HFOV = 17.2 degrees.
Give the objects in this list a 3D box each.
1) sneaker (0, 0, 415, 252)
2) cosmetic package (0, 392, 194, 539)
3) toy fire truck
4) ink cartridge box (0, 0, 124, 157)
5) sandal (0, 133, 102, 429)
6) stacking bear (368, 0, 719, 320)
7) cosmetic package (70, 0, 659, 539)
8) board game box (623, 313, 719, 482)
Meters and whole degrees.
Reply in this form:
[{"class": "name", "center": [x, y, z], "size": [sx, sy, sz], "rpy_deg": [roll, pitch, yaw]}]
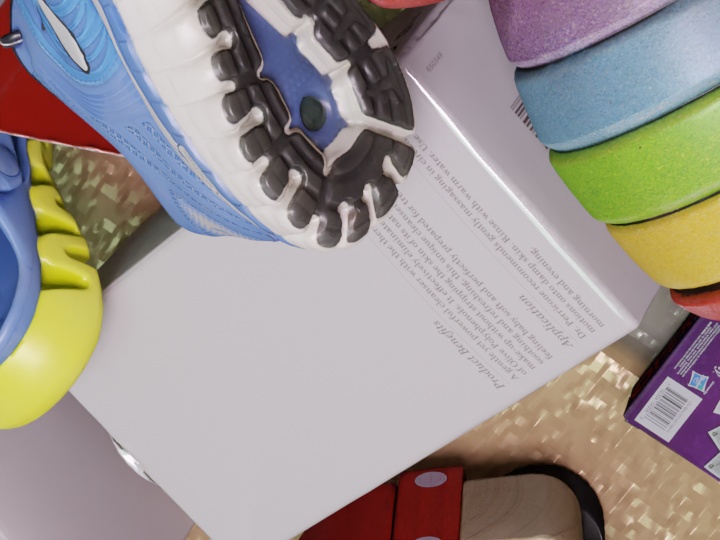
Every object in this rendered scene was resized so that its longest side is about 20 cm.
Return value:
[{"class": "sneaker", "center": [-0.070, -0.087, 0.609], "size": [0.089, 0.079, 0.201], "rpy_deg": [-10, 114, 47]}, {"class": "cosmetic package", "center": [-0.155, 0.052, 0.845], "size": [0.084, 0.108, 0.201], "rpy_deg": [-26, 104, 25]}, {"class": "toy fire truck", "center": [-0.006, 0.160, 0.860], "size": [0.198, 0.129, 0.178], "rpy_deg": [-5, 113, 6]}, {"class": "ink cartridge box", "center": [-0.120, -0.103, 0.726], "size": [0.198, 0.160, 0.048], "rpy_deg": [13, 121, 4]}, {"class": "sandal", "center": [-0.142, -0.050, 0.759], "size": [0.079, 0.201, 0.087], "rpy_deg": [-37, 144, 20]}, {"class": "stacking bear", "center": [0.107, -0.033, 0.642], "size": [0.121, 0.114, 0.201], "rpy_deg": [-21, 104, 44]}, {"class": "cosmetic package", "center": [0.000, 0.000, 0.757], "size": [0.108, 0.085, 0.200], "rpy_deg": [48, 133, -10]}, {"class": "board game box", "center": [0.189, 0.005, 0.776], "size": [0.120, 0.032, 0.201], "rpy_deg": [35, 118, 1]}]
